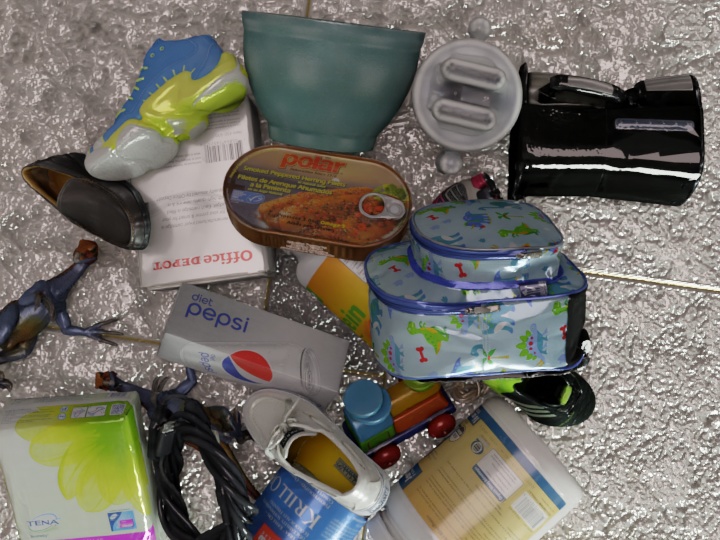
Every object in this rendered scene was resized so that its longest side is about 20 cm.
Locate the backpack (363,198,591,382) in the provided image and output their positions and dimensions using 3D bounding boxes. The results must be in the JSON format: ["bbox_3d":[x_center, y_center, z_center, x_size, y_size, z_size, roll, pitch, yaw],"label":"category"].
[{"bbox_3d":[0.103,0.015,1.030,0.198,0.183,0.148,-8,112,-4],"label":"backpack"}]

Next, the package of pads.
[{"bbox_3d":[-0.306,0.231,1.167,0.153,0.068,0.202,-4,114,2],"label":"package of pads"}]

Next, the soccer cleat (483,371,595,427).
[{"bbox_3d":[0.199,0.128,1.127,0.081,0.199,0.068,20,84,49],"label":"soccer cleat"}]

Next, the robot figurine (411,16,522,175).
[{"bbox_3d":[0.110,-0.184,1.132,0.112,0.200,0.171,17,97,1],"label":"robot figurine"}]

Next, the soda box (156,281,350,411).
[{"bbox_3d":[-0.116,0.086,1.170,0.198,0.064,0.069,20,57,-9],"label":"soda box"}]

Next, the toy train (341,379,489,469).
[{"bbox_3d":[0.072,0.124,1.154,0.199,0.116,0.085,-28,62,-8],"label":"toy train"}]

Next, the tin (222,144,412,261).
[{"bbox_3d":[-0.045,-0.071,1.122,0.198,0.042,0.113,10,63,4],"label":"tin"}]

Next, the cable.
[{"bbox_3d":[-0.166,0.235,1.128,0.163,0.051,0.201,37,132,30],"label":"cable"}]

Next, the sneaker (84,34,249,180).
[{"bbox_3d":[-0.218,-0.181,1.149,0.199,0.076,0.106,-30,65,1],"label":"sneaker"}]

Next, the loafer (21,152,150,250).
[{"bbox_3d":[-0.300,-0.072,1.171,0.199,0.072,0.074,28,115,41],"label":"loafer"}]

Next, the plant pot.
[{"bbox_3d":[-0.036,-0.202,1.160,0.198,0.200,0.136,8,103,4],"label":"plant pot"}]

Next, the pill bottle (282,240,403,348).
[{"bbox_3d":[0.000,0.000,1.177,0.200,0.111,0.111,42,90,5],"label":"pill bottle"}]

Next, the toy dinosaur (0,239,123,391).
[{"bbox_3d":[-0.374,0.037,1.206,0.198,0.105,0.183,18,68,15],"label":"toy dinosaur"}]

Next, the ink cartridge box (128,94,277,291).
[{"bbox_3d":[-0.178,-0.083,1.206,0.145,0.083,0.202,-7,85,4],"label":"ink cartridge box"}]

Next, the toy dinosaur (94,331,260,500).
[{"bbox_3d":[-0.211,0.167,1.195,0.180,0.105,0.202,1,97,22],"label":"toy dinosaur"}]

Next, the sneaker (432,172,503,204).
[{"bbox_3d":[0.142,-0.003,1.191,0.074,0.081,0.202,-20,79,19],"label":"sneaker"}]

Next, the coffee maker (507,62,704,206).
[{"bbox_3d":[0.263,-0.122,1.166,0.198,0.135,0.194,4,96,4],"label":"coffee maker"}]

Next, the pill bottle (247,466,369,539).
[{"bbox_3d":[-0.069,0.283,1.162,0.112,0.112,0.201,36,89,5],"label":"pill bottle"}]

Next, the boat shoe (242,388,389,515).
[{"bbox_3d":[-0.063,0.174,1.085,0.201,0.086,0.075,36,86,37],"label":"boat shoe"}]

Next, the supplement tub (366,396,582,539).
[{"bbox_3d":[0.119,0.249,1.137,0.200,0.145,0.145,-42,85,0],"label":"supplement tub"}]
